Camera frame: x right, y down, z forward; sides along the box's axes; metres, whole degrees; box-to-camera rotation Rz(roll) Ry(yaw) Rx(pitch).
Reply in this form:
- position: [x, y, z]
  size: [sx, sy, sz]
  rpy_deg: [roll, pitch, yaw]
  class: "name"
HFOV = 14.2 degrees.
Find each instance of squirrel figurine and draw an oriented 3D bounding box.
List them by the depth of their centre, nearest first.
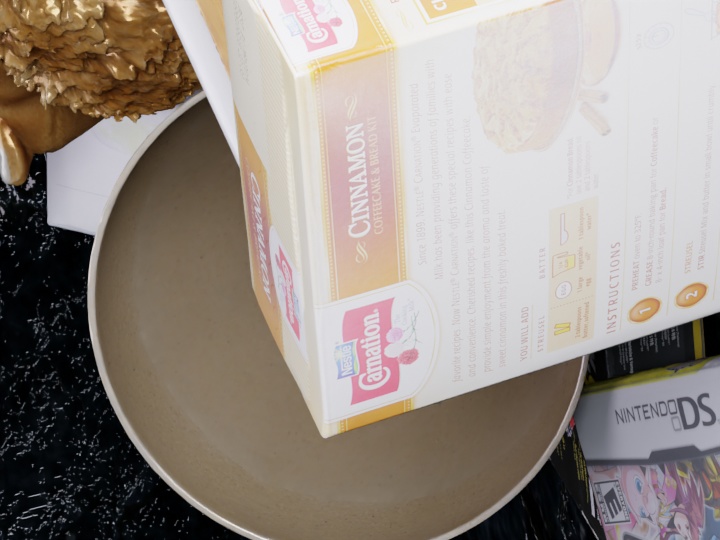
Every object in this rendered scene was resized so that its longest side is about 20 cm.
- position: [-0.143, -0.117, 1.219]
  size: [0.200, 0.141, 0.187]
  rpy_deg: [33, 153, 45]
  class: "squirrel figurine"

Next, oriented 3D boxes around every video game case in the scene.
- position: [0.147, 0.131, 1.073]
  size: [0.181, 0.025, 0.201]
  rpy_deg: [160, 95, -69]
  class: "video game case"

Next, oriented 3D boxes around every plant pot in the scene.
- position: [0.000, 0.000, 1.179]
  size: [0.135, 0.199, 0.202]
  rpy_deg: [-60, -40, -73]
  class: "plant pot"

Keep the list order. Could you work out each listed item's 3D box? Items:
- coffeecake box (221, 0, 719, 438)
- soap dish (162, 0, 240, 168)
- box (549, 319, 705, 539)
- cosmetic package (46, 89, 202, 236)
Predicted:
- position: [0.065, -0.051, 0.863]
  size: [0.154, 0.199, 0.073]
  rpy_deg: [87, 161, -47]
  class: "coffeecake box"
- position: [0.003, -0.111, 0.989]
  size: [0.081, 0.157, 0.201]
  rpy_deg: [-28, 84, 38]
  class: "soap dish"
- position: [0.101, 0.008, 1.237]
  size: [0.160, 0.049, 0.201]
  rpy_deg: [-122, 21, -58]
  class: "box"
- position: [-0.042, -0.109, 1.335]
  size: [0.199, 0.123, 0.201]
  rpy_deg: [12, 109, 42]
  class: "cosmetic package"
